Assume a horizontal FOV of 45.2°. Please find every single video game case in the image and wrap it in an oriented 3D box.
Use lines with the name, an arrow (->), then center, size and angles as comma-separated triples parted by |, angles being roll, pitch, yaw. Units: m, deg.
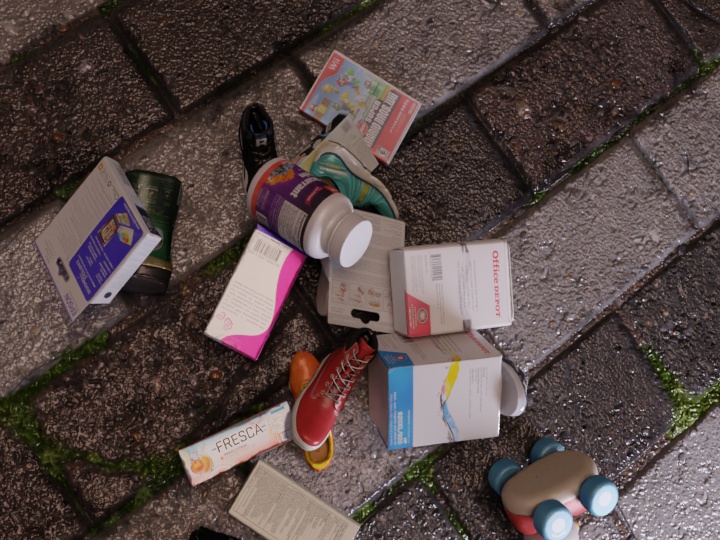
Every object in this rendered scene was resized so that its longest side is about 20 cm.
video game case -> 0.001, -0.308, 1.632 | 0.197, 0.017, 0.145 | 30, 74, -2

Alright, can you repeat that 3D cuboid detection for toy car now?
toy car -> 0.336, 0.427, 1.471 | 0.174, 0.184, 0.204 | -22, 110, -16

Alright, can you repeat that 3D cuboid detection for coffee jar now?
coffee jar -> -0.364, -0.061, 1.466 | 0.102, 0.085, 0.205 | 10, 74, -20

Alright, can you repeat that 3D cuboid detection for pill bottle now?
pill bottle -> -0.080, -0.090, 1.397 | 0.198, 0.112, 0.112 | 33, 72, 24

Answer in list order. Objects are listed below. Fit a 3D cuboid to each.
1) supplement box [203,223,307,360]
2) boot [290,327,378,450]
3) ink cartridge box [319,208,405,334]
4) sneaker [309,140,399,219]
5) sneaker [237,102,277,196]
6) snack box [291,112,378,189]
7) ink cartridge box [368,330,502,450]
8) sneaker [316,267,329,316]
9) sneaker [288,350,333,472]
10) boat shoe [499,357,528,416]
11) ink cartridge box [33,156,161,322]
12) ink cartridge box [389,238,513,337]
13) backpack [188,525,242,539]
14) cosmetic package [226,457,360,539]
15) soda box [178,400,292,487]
supplement box -> -0.176, 0.041, 1.460 | 0.100, 0.103, 0.203 | 27, 80, -4
boot -> -0.037, 0.183, 1.383 | 0.072, 0.144, 0.202 | 35, 46, -10
ink cartridge box -> 0.000, 0.000, 1.489 | 0.160, 0.057, 0.205 | 11, 80, -35
sneaker -> -0.010, -0.146, 1.535 | 0.199, 0.077, 0.080 | 39, 89, -28
sneaker -> -0.177, -0.195, 1.521 | 0.071, 0.112, 0.205 | -14, 80, -13
snack box -> -0.065, -0.170, 1.548 | 0.200, 0.037, 0.117 | -47, 123, -18
ink cartridge box -> 0.122, 0.193, 1.448 | 0.195, 0.147, 0.148 | -4, 106, -12
sneaker -> -0.019, -0.009, 1.535 | 0.087, 0.075, 0.205 | 20, 72, -18
sneaker -> -0.076, 0.234, 1.459 | 0.071, 0.077, 0.205 | -11, 78, -11
boat shoe -> 0.255, 0.194, 1.479 | 0.066, 0.200, 0.073 | 13, 100, -13
ink cartridge box -> -0.433, -0.050, 1.416 | 0.200, 0.043, 0.199 | -45, 57, 12
ink cartridge box -> 0.155, 0.027, 1.477 | 0.195, 0.085, 0.150 | -5, 93, -17
backpack -> -0.186, 0.504, 1.326 | 0.195, 0.176, 0.157 | 16, 91, -8
cosmetic package -> -0.111, 0.404, 1.406 | 0.198, 0.087, 0.104 | 35, 72, 0
soda box -> -0.199, 0.286, 1.426 | 0.196, 0.068, 0.065 | -22, 81, -16
